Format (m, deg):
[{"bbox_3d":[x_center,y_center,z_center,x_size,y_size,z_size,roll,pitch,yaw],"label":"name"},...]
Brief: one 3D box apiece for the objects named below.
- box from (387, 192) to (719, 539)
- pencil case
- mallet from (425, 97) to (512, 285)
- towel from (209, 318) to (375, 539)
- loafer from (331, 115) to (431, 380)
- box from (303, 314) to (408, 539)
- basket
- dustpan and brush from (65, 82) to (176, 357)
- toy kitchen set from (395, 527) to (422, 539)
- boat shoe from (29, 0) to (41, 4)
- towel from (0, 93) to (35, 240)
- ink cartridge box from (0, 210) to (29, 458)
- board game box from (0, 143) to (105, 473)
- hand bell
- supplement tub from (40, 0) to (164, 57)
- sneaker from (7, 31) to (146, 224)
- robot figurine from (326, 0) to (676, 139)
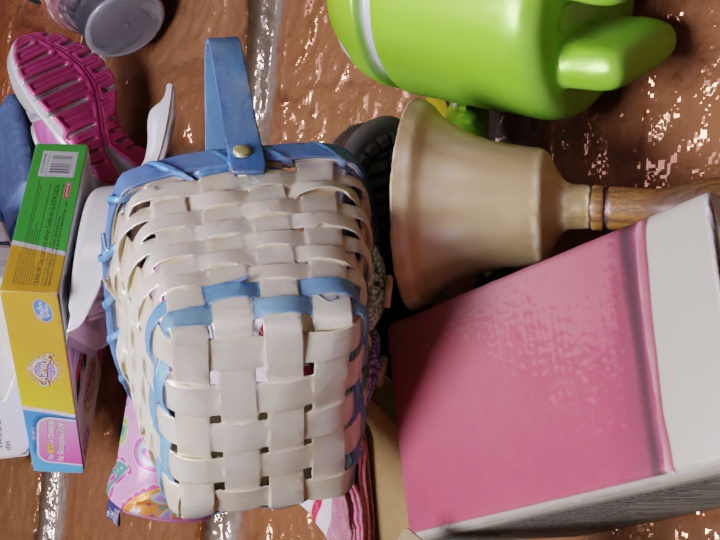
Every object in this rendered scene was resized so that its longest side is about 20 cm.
[{"bbox_3d":[0.125,0.055,0.596,0.199,0.127,0.111,-25,65,45],"label":"box"},{"bbox_3d":[-0.132,0.081,0.932,0.087,0.087,0.203,19,100,49],"label":"pencil case"},{"bbox_3d":[0.060,-0.086,0.771,0.066,0.041,0.202,-42,59,35],"label":"mallet"},{"bbox_3d":[-0.053,0.081,0.792,0.200,0.023,0.145,48,154,38],"label":"towel"},{"bbox_3d":[0.000,0.000,0.742,0.071,0.072,0.202,37,140,43],"label":"loafer"},{"bbox_3d":[-0.009,0.095,0.765,0.200,0.021,0.165,44,152,44],"label":"box"},{"bbox_3d":[-0.059,0.008,0.639,0.201,0.137,0.178,-112,19,-45],"label":"basket"},{"bbox_3d":[-0.169,-0.040,0.944,0.140,0.056,0.204,109,165,-82],"label":"dustpan and brush"},{"bbox_3d":[0.147,0.156,0.581,0.199,0.163,0.181,34,86,38],"label":"toy kitchen set"},{"bbox_3d":[-0.283,-0.346,1.189,0.060,0.075,0.203,43,128,45],"label":"boat shoe"},{"bbox_3d":[-0.306,-0.051,1.186,0.111,0.048,0.203,-38,58,45],"label":"towel"},{"bbox_3d":[-0.317,0.047,1.040,0.200,0.083,0.147,-139,48,-64],"label":"ink cartridge box"},{"bbox_3d":[-0.226,0.031,0.976,0.154,0.040,0.202,-91,4,-45],"label":"board game box"},{"bbox_3d":[0.120,-0.029,0.614,0.197,0.104,0.106,2,85,17],"label":"hand bell"},{"bbox_3d":[-0.234,-0.274,1.081,0.107,0.106,0.201,-50,58,32],"label":"supplement tub"},{"bbox_3d":[-0.230,-0.099,1.047,0.088,0.081,0.202,-41,76,46],"label":"sneaker"},{"bbox_3d":[0.066,-0.147,0.689,0.198,0.115,0.178,17,125,35],"label":"robot figurine"}]
